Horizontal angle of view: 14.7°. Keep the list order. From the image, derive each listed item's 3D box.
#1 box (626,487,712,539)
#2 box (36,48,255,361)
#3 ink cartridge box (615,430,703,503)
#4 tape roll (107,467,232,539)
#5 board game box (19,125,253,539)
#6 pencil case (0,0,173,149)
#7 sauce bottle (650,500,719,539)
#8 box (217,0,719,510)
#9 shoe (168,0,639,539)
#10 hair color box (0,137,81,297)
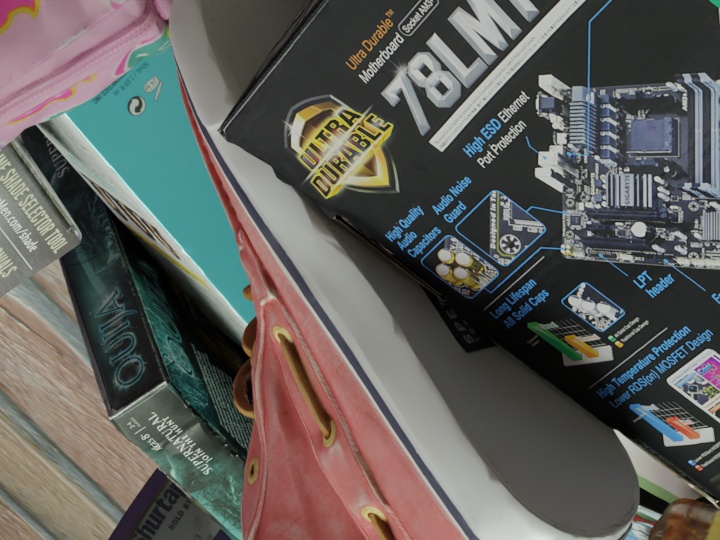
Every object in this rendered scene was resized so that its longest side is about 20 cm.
[{"bbox_3d":[0.142,0.099,0.985,0.200,0.040,0.137,23,167,4],"label":"box"},{"bbox_3d":[-0.060,-0.031,0.994,0.200,0.049,0.082,51,171,-36],"label":"box"},{"bbox_3d":[0.104,-0.001,0.769,0.145,0.048,0.200,30,146,-27],"label":"ink cartridge box"},{"bbox_3d":[-0.041,0.124,1.199,0.085,0.200,0.200,38,164,-14],"label":"tape roll"},{"bbox_3d":[-0.072,0.020,1.081,0.135,0.028,0.200,49,-168,-42],"label":"board game box"},{"bbox_3d":[-0.146,-0.041,0.788,0.087,0.200,0.087,49,170,12],"label":"pencil case"},{"bbox_3d":[0.176,0.124,0.814,0.200,0.066,0.066,18,162,11],"label":"sauce bottle"},{"bbox_3d":[0.090,-0.030,0.634,0.198,0.050,0.200,37,145,-5],"label":"box"},{"bbox_3d":[-0.010,0.016,0.743,0.091,0.071,0.200,-49,61,36],"label":"shoe"},{"bbox_3d":[-0.182,-0.087,0.969,0.200,0.065,0.109,52,175,29],"label":"hair color box"}]
